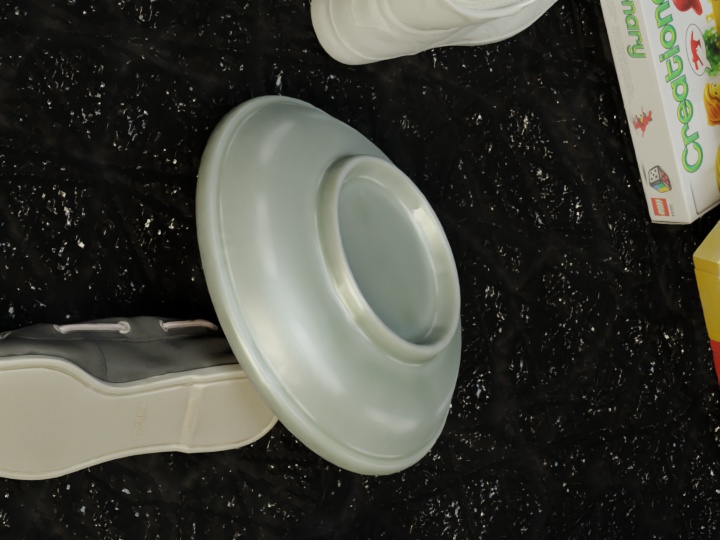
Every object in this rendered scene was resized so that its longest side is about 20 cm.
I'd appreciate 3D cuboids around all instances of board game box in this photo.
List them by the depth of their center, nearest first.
[{"bbox_3d":[0.197,-0.143,1.406,0.126,0.035,0.200,-32,115,-38],"label":"board game box"}]

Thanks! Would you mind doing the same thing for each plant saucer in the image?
[{"bbox_3d":[0.000,0.000,1.190,0.200,0.050,0.200,34,44,-42],"label":"plant saucer"}]

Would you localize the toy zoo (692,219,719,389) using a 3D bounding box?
[{"bbox_3d":[0.251,0.012,1.408,0.131,0.020,0.200,-41,130,-30],"label":"toy zoo"}]

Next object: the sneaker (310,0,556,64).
[{"bbox_3d":[0.081,-0.162,1.281,0.200,0.116,0.074,-27,99,-42],"label":"sneaker"}]

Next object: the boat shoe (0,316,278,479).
[{"bbox_3d":[-0.129,0.055,1.123,0.200,0.057,0.067,1,119,-36],"label":"boat shoe"}]
